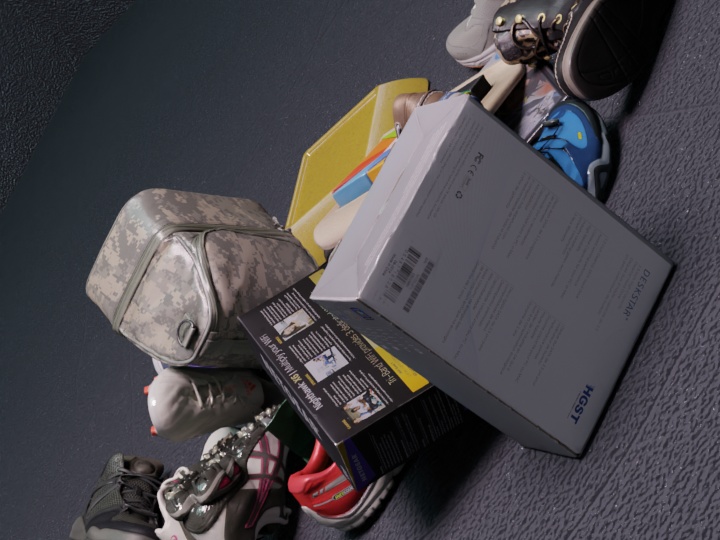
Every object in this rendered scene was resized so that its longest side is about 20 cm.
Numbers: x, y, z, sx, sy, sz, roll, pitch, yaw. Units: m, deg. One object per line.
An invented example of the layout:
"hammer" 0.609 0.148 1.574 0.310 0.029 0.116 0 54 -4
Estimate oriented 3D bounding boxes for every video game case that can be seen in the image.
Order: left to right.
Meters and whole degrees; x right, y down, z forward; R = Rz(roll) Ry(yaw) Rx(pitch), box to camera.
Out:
"video game case" 0.117 -0.124 1.289 0.181 0.025 0.200 -49 22 15

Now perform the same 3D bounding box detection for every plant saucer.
"plant saucer" -0.014 -0.112 1.514 0.200 0.048 0.201 -39 26 35

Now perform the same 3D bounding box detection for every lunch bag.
"lunch bag" -0.128 0.024 1.292 0.168 0.199 0.140 46 114 32

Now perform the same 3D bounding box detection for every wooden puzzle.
"wooden puzzle" 0.051 -0.114 1.248 0.184 0.037 0.200 -30 17 34

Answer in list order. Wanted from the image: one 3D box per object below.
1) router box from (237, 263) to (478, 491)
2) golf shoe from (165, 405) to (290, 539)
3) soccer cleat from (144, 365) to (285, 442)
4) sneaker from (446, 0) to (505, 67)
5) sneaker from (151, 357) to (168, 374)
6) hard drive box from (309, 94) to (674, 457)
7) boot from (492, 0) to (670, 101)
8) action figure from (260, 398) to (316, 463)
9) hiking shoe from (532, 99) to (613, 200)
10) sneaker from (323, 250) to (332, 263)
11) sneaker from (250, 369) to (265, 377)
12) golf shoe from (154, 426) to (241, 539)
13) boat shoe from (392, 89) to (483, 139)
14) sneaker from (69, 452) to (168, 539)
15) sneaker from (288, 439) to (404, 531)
"router box" 0.014 0.059 1.054 0.156 0.053 0.200 -30 36 -11
"golf shoe" -0.098 0.187 1.205 0.077 0.088 0.200 -35 4 28
"soccer cleat" -0.135 0.118 1.281 0.077 0.070 0.200 -12 -6 18
"sneaker" 0.141 -0.278 1.371 0.199 0.092 0.076 -28 33 49
"sneaker" -0.162 0.030 1.576 0.146 0.077 0.203 -29 32 53
"hard drive box" 0.091 0.006 0.919 0.157 0.199 0.077 -60 22 -15
"boot" 0.179 -0.207 1.182 0.150 0.073 0.201 -12 41 48
"action figure" 0.001 0.071 1.174 0.055 0.118 0.200 39 84 26
"hiking shoe" 0.137 -0.064 1.070 0.074 0.087 0.201 -16 44 48
"sneaker" 0.000 0.000 1.292 0.099 0.070 0.200 -67 17 -7
"sneaker" -0.116 0.077 1.424 0.201 0.069 0.099 -60 25 -12
"golf shoe" -0.139 0.199 1.275 0.077 0.088 0.200 -48 21 20
"boat shoe" 0.069 -0.070 1.104 0.072 0.201 0.072 20 53 27
"sneaker" -0.240 0.245 1.430 0.199 0.076 0.115 -13 52 67
"sneaker" 0.009 0.108 1.098 0.077 0.085 0.201 -4 54 62
